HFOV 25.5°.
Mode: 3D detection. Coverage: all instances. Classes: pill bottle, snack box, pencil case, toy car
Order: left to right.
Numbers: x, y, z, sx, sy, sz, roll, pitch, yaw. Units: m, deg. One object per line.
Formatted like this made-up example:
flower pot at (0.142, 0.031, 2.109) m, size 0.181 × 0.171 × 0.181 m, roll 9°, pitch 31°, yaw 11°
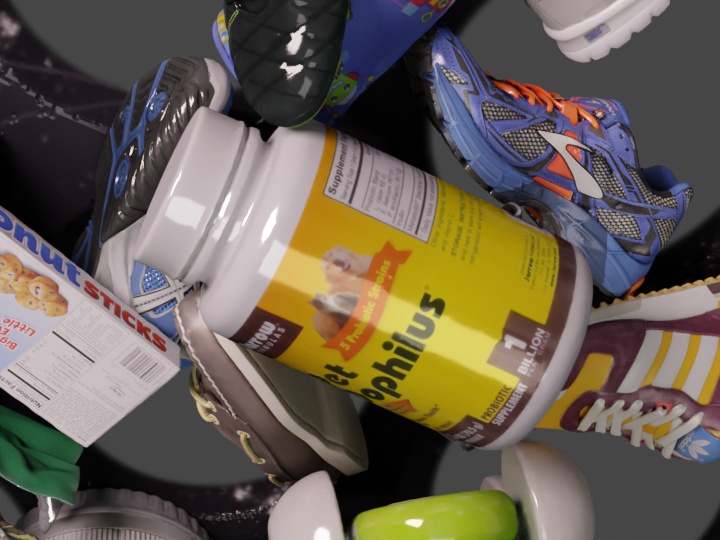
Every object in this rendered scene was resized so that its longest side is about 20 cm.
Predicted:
snack box at (-0.183, 0.009, 0.779) m, size 0.072 × 0.024 × 0.200 m, roll -38°, pitch 120°, yaw 18°
pill bottle at (0.000, 0.000, 0.743) m, size 0.199 × 0.109 × 0.109 m, roll 24°, pitch 115°, yaw -12°
pencil case at (0.016, -0.159, 0.750) m, size 0.200 × 0.087 × 0.078 m, roll -46°, pitch 141°, yaw 20°
toy car at (0.041, 0.187, 0.888) m, size 0.174 × 0.151 × 0.200 m, roll -8°, pitch 160°, yaw -7°

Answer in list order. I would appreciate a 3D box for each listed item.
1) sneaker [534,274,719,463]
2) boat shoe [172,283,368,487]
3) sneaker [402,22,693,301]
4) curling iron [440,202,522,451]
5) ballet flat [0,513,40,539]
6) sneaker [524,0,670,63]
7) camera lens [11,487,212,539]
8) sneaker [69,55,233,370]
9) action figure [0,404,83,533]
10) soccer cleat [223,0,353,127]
sneaker at (0.155, 0.065, 0.855) m, size 0.199 × 0.090 × 0.075 m, roll -16°, pitch 158°, yaw -21°
boat shoe at (-0.056, 0.066, 0.852) m, size 0.059 × 0.072 × 0.200 m, roll -19°, pitch 150°, yaw 12°
sneaker at (0.098, -0.068, 0.827) m, size 0.078 × 0.075 × 0.200 m, roll -46°, pitch 124°, yaw 9°
curling iron at (0.073, 0.035, 0.862) m, size 0.026 × 0.050 × 0.200 m, roll 32°, pitch 145°, yaw 19°
ballet flat at (-0.210, 0.155, 0.845) m, size 0.071 × 0.200 × 0.069 m, roll 36°, pitch 85°, yaw -35°
sneaker at (0.149, -0.188, 0.750) m, size 0.082 × 0.075 × 0.200 m, roll 36°, pitch 111°, yaw -26°
camera lens at (-0.146, 0.241, 0.897) m, size 0.159 × 0.200 × 0.161 m, roll -3°, pitch 121°, yaw -5°
sneaker at (-0.100, -0.025, 0.826) m, size 0.077 × 0.076 × 0.200 m, roll 11°, pitch 128°, yaw -20°
action figure at (-0.245, 0.072, 0.850) m, size 0.200 × 0.118 × 0.055 m, roll 32°, pitch 86°, yaw -12°
soccer cleat at (-0.048, -0.163, 0.693) m, size 0.067 × 0.201 × 0.081 m, roll -6°, pitch 174°, yaw 38°
